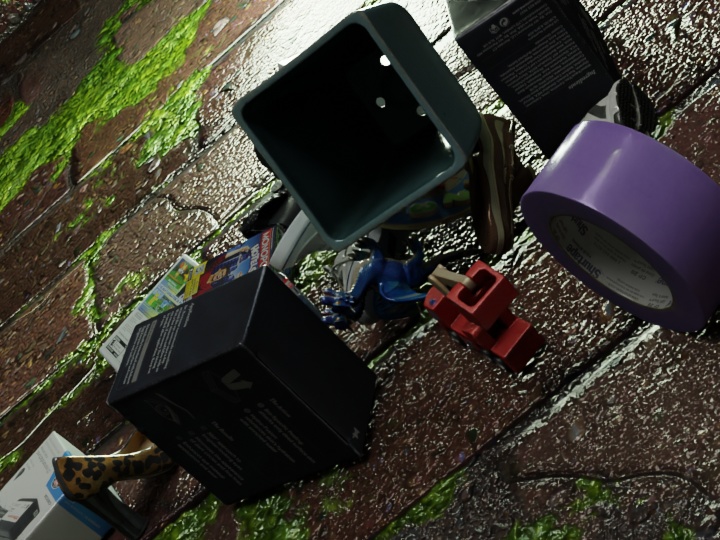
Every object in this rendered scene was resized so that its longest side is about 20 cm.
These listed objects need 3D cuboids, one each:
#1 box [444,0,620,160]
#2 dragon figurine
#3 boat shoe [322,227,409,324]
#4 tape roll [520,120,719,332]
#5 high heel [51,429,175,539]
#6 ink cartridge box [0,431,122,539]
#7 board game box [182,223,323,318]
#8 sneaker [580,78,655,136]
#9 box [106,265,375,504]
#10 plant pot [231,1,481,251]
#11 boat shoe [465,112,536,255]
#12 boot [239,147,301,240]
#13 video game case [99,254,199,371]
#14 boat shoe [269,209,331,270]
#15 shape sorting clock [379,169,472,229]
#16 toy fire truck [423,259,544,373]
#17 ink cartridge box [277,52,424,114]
[{"bbox_3d":[0.193,-0.267,1.690,0.117,0.200,0.197,-33,32,18],"label":"box"},{"bbox_3d":[0.042,0.018,1.632,0.059,0.199,0.100,128,138,-57],"label":"dragon figurine"},{"bbox_3d":[-0.003,-0.004,1.738,0.086,0.075,0.203,-25,33,30],"label":"boat shoe"},{"bbox_3d":[0.248,-0.038,1.349,0.085,0.200,0.200,-52,31,-13],"label":"tape roll"},{"bbox_3d":[-0.286,0.200,1.771,0.071,0.143,0.201,-22,38,34],"label":"high heel"},{"bbox_3d":[-0.396,0.317,1.823,0.200,0.084,0.145,-49,30,-5],"label":"ink cartridge box"},{"bbox_3d":[-0.131,0.047,1.838,0.199,0.062,0.201,-25,38,26],"label":"board game box"},{"bbox_3d":[0.261,-0.110,1.564,0.080,0.074,0.201,-38,23,40],"label":"sneaker"},{"bbox_3d":[-0.123,0.127,1.593,0.199,0.197,0.118,-23,35,32],"label":"box"},{"bbox_3d":[0.018,-0.177,1.648,0.195,0.197,0.200,-33,7,29],"label":"plant pot"},{"bbox_3d":[0.160,-0.102,1.655,0.074,0.075,0.203,0,51,-6],"label":"boat shoe"},{"bbox_3d":[-0.112,-0.110,1.996,0.199,0.077,0.168,11,57,48],"label":"boot"},{"bbox_3d":[-0.257,0.075,2.007,0.183,0.022,0.200,-49,30,-6],"label":"video game case"},{"bbox_3d":[-0.036,-0.060,1.815,0.200,0.065,0.074,-50,-5,-37],"label":"boat shoe"},{"bbox_3d":[0.074,-0.115,1.756,0.198,0.039,0.201,-7,39,5],"label":"shape sorting clock"},{"bbox_3d":[0.110,0.035,1.486,0.049,0.141,0.200,-49,31,-7],"label":"toy fire truck"},{"bbox_3d":[-0.002,-0.246,1.974,0.146,0.086,0.200,-26,28,-17],"label":"ink cartridge box"}]
